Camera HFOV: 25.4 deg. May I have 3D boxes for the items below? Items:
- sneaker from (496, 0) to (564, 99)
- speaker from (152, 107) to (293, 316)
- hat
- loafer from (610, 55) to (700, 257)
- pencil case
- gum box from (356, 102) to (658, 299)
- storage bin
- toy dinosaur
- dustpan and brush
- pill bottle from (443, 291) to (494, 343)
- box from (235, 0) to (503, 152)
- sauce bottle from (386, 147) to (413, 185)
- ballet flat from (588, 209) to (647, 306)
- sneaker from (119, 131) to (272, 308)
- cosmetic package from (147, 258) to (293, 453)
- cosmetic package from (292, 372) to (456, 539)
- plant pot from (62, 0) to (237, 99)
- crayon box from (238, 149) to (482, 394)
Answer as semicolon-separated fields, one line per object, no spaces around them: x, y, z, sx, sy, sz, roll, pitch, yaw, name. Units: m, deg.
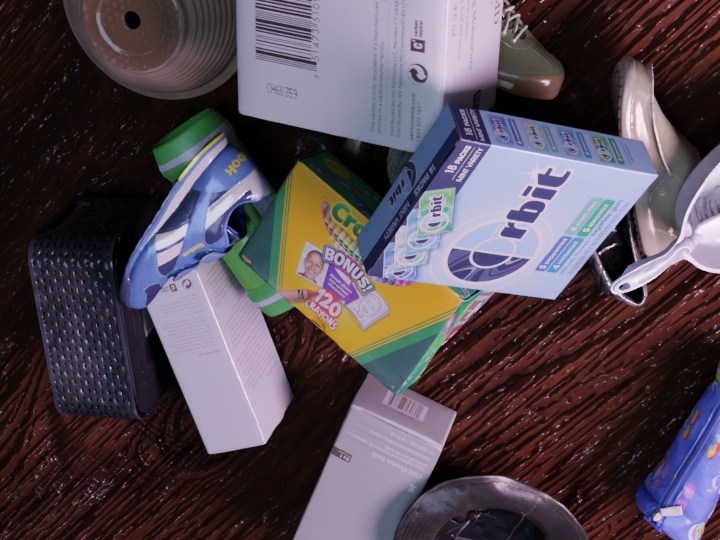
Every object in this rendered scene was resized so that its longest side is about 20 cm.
0.099;-0.231;1.416;0.199;0.067;0.090;27;125;6;sneaker
-0.117;-0.056;1.556;0.088;0.089;0.201;-27;105;26;speaker
0.132;0.265;1.637;0.199;0.081;0.202;1;121;1;hat
0.268;-0.106;1.430;0.068;0.076;0.201;-11;125;9;loafer
0.336;0.174;1.536;0.078;0.087;0.201;38;121;21;pencil case
0.122;-0.053;1.346;0.199;0.045;0.170;6;138;-29;gum box
-0.252;0.036;1.610;0.093;0.135;0.201;1;116;16;storage bin
-0.025;-0.096;1.531;0.087;0.048;0.201;8;116;-12;toy dinosaur
0.302;-0.037;1.398;0.199;0.057;0.140;-24;127;1;dustpan and brush
0.067;0.004;1.517;0.111;0.111;0.200;40;120;-5;pill bottle
0.008;-0.225;1.346;0.199;0.131;0.200;14;122;21;box
0.122;-0.093;1.432;0.199;0.065;0.065;3;124;-29;sauce bottle
0.224;-0.049;1.443;0.066;0.057;0.201;-36;131;-8;ballet flat
-0.157;-0.031;1.490;0.082;0.074;0.200;34;116;-6;sneaker
-0.144;0.072;1.618;0.071;0.102;0.201;-12;110;22;cosmetic package
0.012;0.218;1.652;0.106;0.090;0.201;23;116;4;cosmetic package
-0.195;-0.246;1.483;0.199;0.093;0.202;6;117;12;plant pot
0.000;0.000;1.451;0.200;0.058;0.119;40;117;12;crayon box
